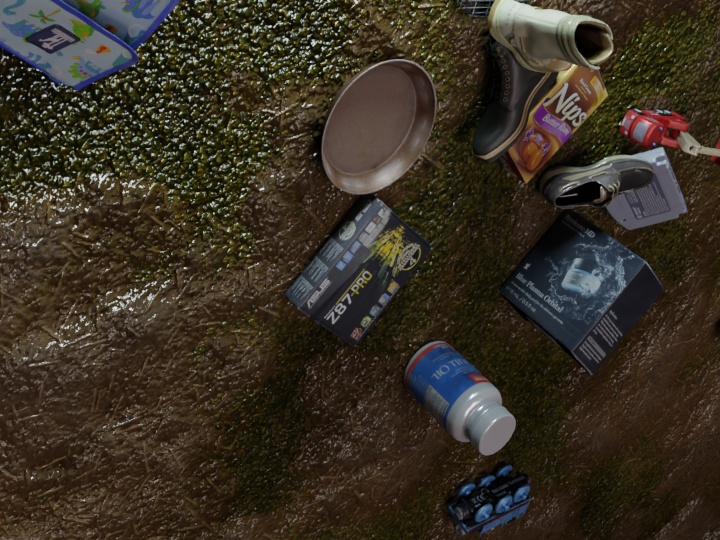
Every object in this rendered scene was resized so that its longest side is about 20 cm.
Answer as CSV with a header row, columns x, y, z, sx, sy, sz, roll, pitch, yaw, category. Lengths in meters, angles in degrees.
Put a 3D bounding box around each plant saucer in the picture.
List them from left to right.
x,y,z,sx,sy,sz,roll,pitch,yaw,category
0.020,-0.203,1.502,0.198,0.034,0.203,-24,133,-28,plant saucer

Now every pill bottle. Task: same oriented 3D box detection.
x,y,z,sx,sy,sz,roll,pitch,yaw,category
0.171,0.219,1.842,0.111,0.200,0.114,-24,135,-27,pill bottle

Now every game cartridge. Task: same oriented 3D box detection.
x,y,z,sx,sy,sz,roll,pitch,yaw,category
0.499,-0.143,1.933,0.131,0.042,0.200,-18,146,19,game cartridge

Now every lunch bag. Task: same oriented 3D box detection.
x,y,z,sx,sy,sz,roll,pitch,yaw,category
-0.289,-0.291,1.088,0.200,0.128,0.169,-43,144,14,lunch bag

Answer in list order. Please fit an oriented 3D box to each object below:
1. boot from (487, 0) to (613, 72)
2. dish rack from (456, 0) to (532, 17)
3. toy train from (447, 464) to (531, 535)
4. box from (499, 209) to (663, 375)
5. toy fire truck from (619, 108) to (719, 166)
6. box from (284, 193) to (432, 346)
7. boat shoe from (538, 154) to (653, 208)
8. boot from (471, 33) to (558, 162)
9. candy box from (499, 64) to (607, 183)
x,y,z,sx,sy,sz,roll,pitch,yaw,category
0.283,-0.311,1.492,0.199,0.153,0.073,17,94,-51,boot
0.196,-0.445,1.462,0.151,0.055,0.203,-10,128,-36,dish rack
0.268,0.482,2.231,0.197,0.087,0.116,-18,138,-32,toy train
0.385,0.034,1.898,0.201,0.196,0.117,-49,139,1,box
0.563,-0.231,1.897,0.197,0.141,0.049,-5,124,-40,toy fire truck
0.000,0.000,1.631,0.201,0.049,0.161,-51,137,2,box
0.401,-0.138,1.820,0.196,0.074,0.075,-11,133,-2,boat shoe
0.202,-0.276,1.592,0.138,0.077,0.202,40,77,-46,boot
0.293,-0.251,1.701,0.200,0.056,0.117,-48,140,-4,candy box
